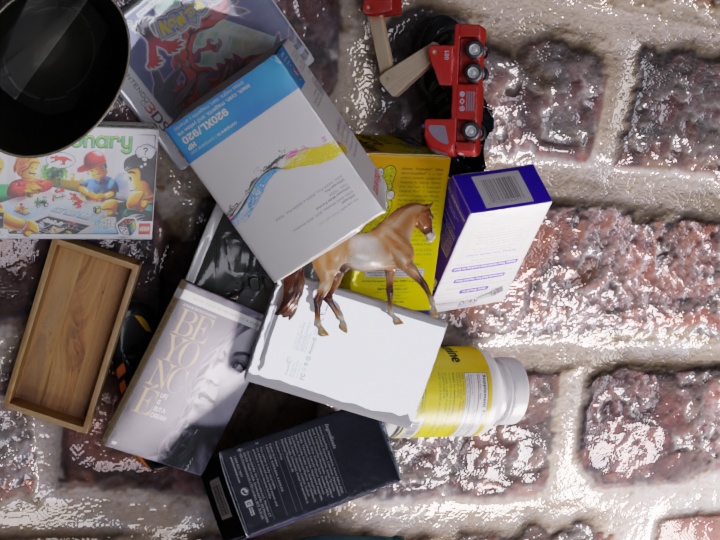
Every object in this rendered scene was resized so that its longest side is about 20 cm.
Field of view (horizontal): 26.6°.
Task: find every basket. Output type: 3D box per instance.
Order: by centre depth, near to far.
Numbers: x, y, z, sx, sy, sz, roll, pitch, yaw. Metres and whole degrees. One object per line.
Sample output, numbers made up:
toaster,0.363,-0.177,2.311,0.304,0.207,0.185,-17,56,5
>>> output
basket,-0.309,-0.212,1.509,0.136,0.200,0.180,35,96,-17

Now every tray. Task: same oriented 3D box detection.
tray,-0.318,0.070,1.684,0.098,0.037,0.200,18,100,-3

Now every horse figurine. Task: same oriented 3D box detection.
horse figurine,0.000,0.000,1.681,0.200,0.050,0.133,-10,86,-12

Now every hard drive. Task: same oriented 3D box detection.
hard drive,-0.017,0.090,1.726,0.200,0.025,0.132,17,99,-10

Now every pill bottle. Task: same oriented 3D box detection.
pill bottle,0.102,0.149,1.877,0.200,0.112,0.113,2,106,-26

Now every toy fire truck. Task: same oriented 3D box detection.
toy fire truck,0.073,-0.230,1.714,0.141,0.049,0.200,3,94,15

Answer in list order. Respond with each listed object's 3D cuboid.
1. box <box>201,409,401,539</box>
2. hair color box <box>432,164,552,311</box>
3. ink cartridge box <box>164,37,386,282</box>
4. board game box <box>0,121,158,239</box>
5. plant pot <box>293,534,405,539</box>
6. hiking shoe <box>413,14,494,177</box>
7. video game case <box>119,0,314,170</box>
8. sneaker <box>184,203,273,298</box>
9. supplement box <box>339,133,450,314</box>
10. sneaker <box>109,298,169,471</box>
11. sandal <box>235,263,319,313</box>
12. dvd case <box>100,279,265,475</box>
box,-0.073,0.238,1.791,0.200,0.148,0.104,-17,82,-17
hair color box,0.140,-0.036,1.804,0.109,0.065,0.200,-9,145,-22
ink cartridge box,-0.084,-0.118,1.613,0.145,0.147,0.200,-33,101,10
board game box,-0.320,-0.098,1.636,0.200,0.035,0.126,-1,109,-19
plant pot,-0.054,0.413,1.859,0.188,0.200,0.200,10,103,-11
hiking shoe,0.120,-0.198,1.772,0.076,0.101,0.200,-24,118,-30
video game case,-0.175,-0.240,1.673,0.200,0.023,0.182,-41,119,-8
sneaker,-0.150,0.021,1.729,0.099,0.071,0.200,21,94,-4
supplement box,0.022,-0.051,1.776,0.109,0.109,0.200,0,106,-24
sneaker,-0.241,0.133,1.727,0.070,0.090,0.200,-12,112,-21
sandal,-0.084,0.015,1.780,0.203,0.082,0.050,-63,162,3
dvd case,-0.187,0.122,1.695,0.149,0.016,0.200,26,90,-45
